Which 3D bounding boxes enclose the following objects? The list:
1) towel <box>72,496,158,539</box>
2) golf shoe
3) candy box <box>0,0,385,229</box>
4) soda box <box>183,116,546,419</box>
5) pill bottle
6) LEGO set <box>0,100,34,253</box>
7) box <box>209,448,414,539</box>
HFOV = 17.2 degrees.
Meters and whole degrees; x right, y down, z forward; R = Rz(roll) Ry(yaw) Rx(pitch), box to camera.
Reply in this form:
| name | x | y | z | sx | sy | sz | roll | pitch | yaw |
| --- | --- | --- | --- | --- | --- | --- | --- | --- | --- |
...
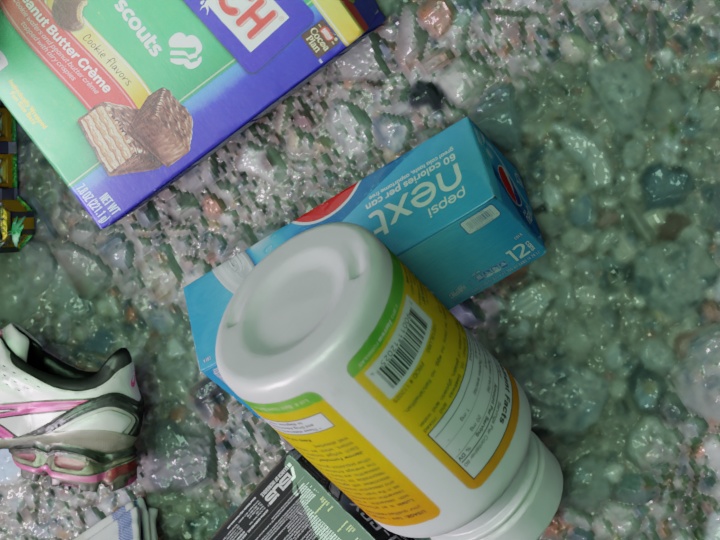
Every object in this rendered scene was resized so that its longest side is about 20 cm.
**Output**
| name | x | y | z | sx | sy | sz | roll | pitch | yaw |
| --- | --- | --- | --- | --- | --- | --- | --- | --- | --- |
| towel | -0.195 | 0.233 | 1.408 | 0.200 | 0.147 | 0.024 | -36 | 121 | 15 |
| golf shoe | -0.225 | 0.072 | 1.433 | 0.199 | 0.073 | 0.092 | 8 | 100 | 10 |
| candy box | -0.115 | -0.150 | 1.370 | 0.200 | 0.077 | 0.169 | -36 | 96 | 15 |
| soda box | 0.000 | 0.000 | 1.351 | 0.200 | 0.064 | 0.068 | -30 | 47 | 16 |
| pill bottle | 0.023 | 0.075 | 1.293 | 0.111 | 0.111 | 0.200 | -34 | 125 | 16 |
| LEGO set | -0.295 | -0.072 | 1.424 | 0.199 | 0.116 | 0.154 | 10 | 95 | 17 |
| box | -0.043 | 0.226 | 1.395 | 0.158 | 0.050 | 0.200 | 43 | 104 | 11 |
